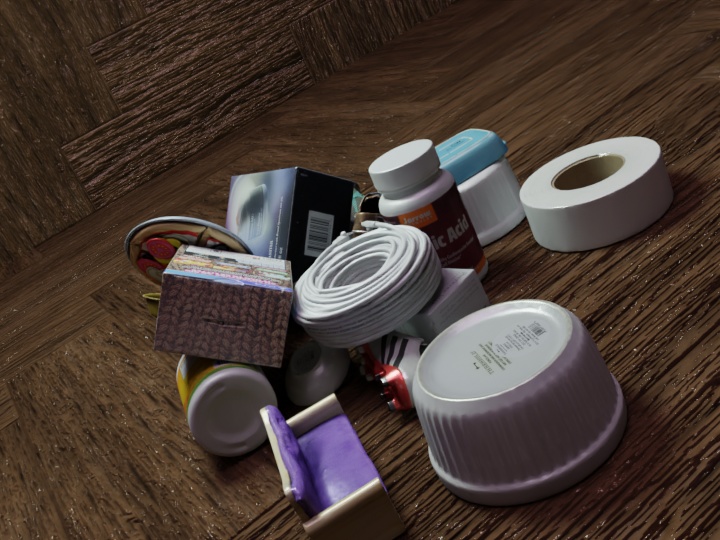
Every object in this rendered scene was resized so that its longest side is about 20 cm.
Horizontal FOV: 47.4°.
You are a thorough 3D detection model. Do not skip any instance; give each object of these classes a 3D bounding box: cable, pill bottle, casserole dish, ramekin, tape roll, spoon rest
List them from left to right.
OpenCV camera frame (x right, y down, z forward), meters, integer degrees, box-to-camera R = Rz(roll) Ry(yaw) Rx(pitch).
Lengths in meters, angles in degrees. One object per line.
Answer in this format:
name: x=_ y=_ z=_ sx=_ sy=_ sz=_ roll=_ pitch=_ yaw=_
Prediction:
pill bottle: x=-0.181 y=0.150 z=1.073 sx=0.110 sy=0.112 sz=0.200 roll=-30 pitch=21 yaw=-10
spoon rest: x=-0.061 y=0.098 z=1.109 sx=0.098 sy=0.061 sz=0.202 roll=-27 pitch=42 yaw=17
cable: x=0.005 y=0.017 z=1.032 sx=0.200 sy=0.070 sz=0.199 roll=-42 pitch=27 yaw=-27
pill bottle: x=0.093 y=-0.070 z=1.138 sx=0.113 sy=0.202 sz=0.114 roll=-22 pitch=21 yaw=9
casserole dish: x=0.135 y=-0.167 z=1.269 sx=0.198 sy=0.039 sz=0.121 roll=-31 pitch=22 yaw=-13
ramekin: x=0.160 y=-0.113 z=1.304 sx=0.198 sy=0.099 sz=0.201 roll=-22 pitch=22 yaw=9
ramekin: x=0.143 y=0.115 z=0.789 sx=0.198 sy=0.106 sz=0.201 roll=-23 pitch=21 yaw=9
tape roll: x=0.326 y=-0.108 z=1.139 sx=0.200 sy=0.071 sz=0.203 roll=-23 pitch=21 yaw=9

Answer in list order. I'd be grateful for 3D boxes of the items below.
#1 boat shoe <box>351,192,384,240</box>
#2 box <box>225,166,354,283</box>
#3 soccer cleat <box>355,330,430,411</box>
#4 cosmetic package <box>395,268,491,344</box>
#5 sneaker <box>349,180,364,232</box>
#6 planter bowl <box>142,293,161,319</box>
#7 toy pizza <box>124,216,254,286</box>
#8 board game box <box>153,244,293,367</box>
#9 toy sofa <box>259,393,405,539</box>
boat shoe: x=0.033 y=-0.082 z=1.269 sx=0.071 sy=0.073 sz=0.200 roll=2 pitch=18 yaw=11
box: x=-0.124 y=-0.050 z=1.314 sx=0.122 sy=0.203 sz=0.197 roll=10 pitch=-6 yaw=-38
soccer cleat: x=0.045 y=0.104 z=0.993 sx=0.084 sy=0.070 sz=0.200 roll=-17 pitch=21 yaw=-10
cosmetic package: x=0.065 y=0.049 z=1.077 sx=0.101 sy=0.075 sz=0.199 roll=-40 pitch=24 yaw=-31
sneaker: x=-0.009 y=-0.103 z=1.425 sx=0.090 sy=0.079 sz=0.201 roll=-2 pitch=28 yaw=9
planter bowl: x=-0.242 y=0.086 z=1.280 sx=0.197 sy=0.085 sz=0.200 roll=4 pitch=1 yaw=0
toy pizza: x=-0.251 y=-0.009 z=1.213 sx=0.198 sy=0.200 sz=0.032 roll=-15 pitch=52 yaw=27
board game box: x=-0.174 y=0.041 z=1.076 sx=0.157 sy=0.098 sz=0.200 roll=9 pitch=11 yaw=-7
toy sofa: x=-0.033 y=0.194 z=0.822 sx=0.082 sy=0.098 sz=0.200 roll=-28 pitch=20 yaw=-5
